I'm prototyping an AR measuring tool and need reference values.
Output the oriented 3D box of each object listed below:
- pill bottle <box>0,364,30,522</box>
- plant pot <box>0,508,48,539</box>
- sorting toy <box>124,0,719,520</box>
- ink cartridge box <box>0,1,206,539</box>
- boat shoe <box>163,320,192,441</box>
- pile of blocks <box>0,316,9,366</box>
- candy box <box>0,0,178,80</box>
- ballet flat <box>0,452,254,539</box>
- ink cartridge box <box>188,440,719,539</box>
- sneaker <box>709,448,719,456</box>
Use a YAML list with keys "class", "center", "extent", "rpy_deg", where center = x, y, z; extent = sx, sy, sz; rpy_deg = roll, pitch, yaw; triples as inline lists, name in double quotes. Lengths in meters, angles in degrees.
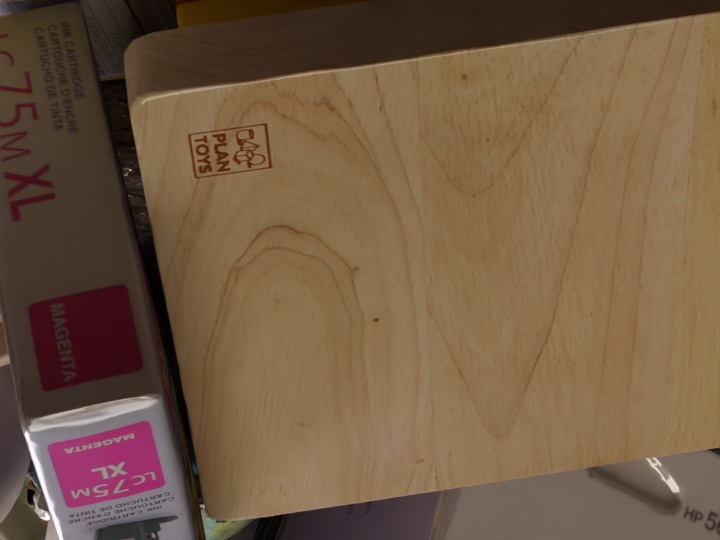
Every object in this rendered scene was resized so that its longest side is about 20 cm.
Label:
- class: "pill bottle"
  center: [-0.209, 0.072, 0.948]
  extent: [0.114, 0.115, 0.200]
  rpy_deg: [11, 157, -31]
- class: "plant pot"
  center: [-0.097, 0.181, 1.135]
  extent: [0.193, 0.201, 0.195]
  rpy_deg: [12, 157, -33]
- class: "sorting toy"
  center: [0.045, -0.025, 0.695]
  extent: [0.197, 0.070, 0.200]
  rpy_deg: [-8, 146, -3]
- class: "ink cartridge box"
  center: [-0.069, 0.035, 0.716]
  extent: [0.042, 0.120, 0.200]
  rpy_deg: [-11, 149, -6]
- class: "boat shoe"
  center: [0.000, 0.000, 0.848]
  extent: [0.199, 0.075, 0.073]
  rpy_deg: [-24, 140, 32]
- class: "pile of blocks"
  center: [-0.166, -0.012, 0.766]
  extent: [0.199, 0.083, 0.062]
  rpy_deg: [5, 159, -17]
- class: "candy box"
  center: [-0.101, -0.092, 0.629]
  extent: [0.101, 0.027, 0.200]
  rpy_deg: [-4, 160, 7]
- class: "ballet flat"
  center: [-0.092, 0.081, 0.931]
  extent: [0.074, 0.075, 0.200]
  rpy_deg: [7, -175, -23]
- class: "ink cartridge box"
  center: [0.030, 0.090, 0.958]
  extent: [0.145, 0.085, 0.200]
  rpy_deg: [26, 165, -30]
- class: "sneaker"
  center: [0.127, 0.037, 0.960]
  extent: [0.086, 0.081, 0.200]
  rpy_deg: [1, 156, 30]
